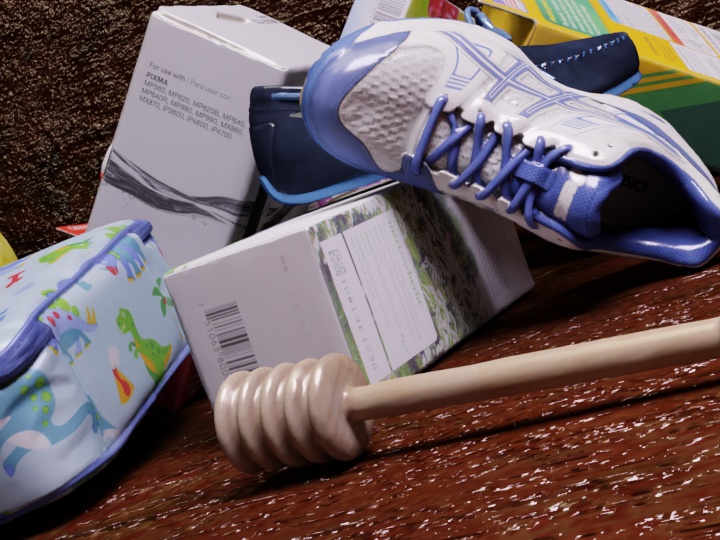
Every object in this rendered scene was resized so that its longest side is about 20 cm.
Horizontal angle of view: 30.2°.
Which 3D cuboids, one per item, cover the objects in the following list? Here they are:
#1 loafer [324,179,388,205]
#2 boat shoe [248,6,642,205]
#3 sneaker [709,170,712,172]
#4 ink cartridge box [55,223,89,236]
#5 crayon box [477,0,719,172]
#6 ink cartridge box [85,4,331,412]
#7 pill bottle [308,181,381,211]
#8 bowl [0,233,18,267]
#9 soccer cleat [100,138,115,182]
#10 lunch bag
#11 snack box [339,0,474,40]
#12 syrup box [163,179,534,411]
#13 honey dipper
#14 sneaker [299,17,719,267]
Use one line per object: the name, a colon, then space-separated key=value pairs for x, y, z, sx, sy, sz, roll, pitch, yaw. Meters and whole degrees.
loafer: x=0.000 y=0.000 z=0.769 sx=0.067 sy=0.076 sz=0.200 roll=-15 pitch=17 yaw=32
boat shoe: x=0.042 y=-0.090 z=0.648 sx=0.199 sy=0.069 sz=0.084 roll=-19 pitch=7 yaw=-14
sneaker: x=0.272 y=-0.101 z=0.911 sx=0.075 sy=0.071 sz=0.200 roll=0 pitch=3 yaw=-12
ink cartridge box: x=-0.125 y=-0.045 z=1.113 sx=0.199 sy=0.044 sz=0.173 roll=-10 pitch=21 yaw=-42
crayon box: x=0.143 y=-0.120 z=0.766 sx=0.198 sy=0.052 sz=0.126 roll=17 pitch=26 yaw=-11
ink cartridge box: x=-0.085 y=-0.041 z=0.762 sx=0.083 sy=0.201 sz=0.144 roll=22 pitch=16 yaw=10
pill bottle: x=0.024 y=-0.048 z=0.931 sx=0.199 sy=0.113 sz=0.112 roll=-22 pitch=6 yaw=-20
bowl: x=-0.306 y=0.057 z=0.979 sx=0.199 sy=0.202 sz=0.108 roll=-17 pitch=-37 yaw=31
soccer cleat: x=-0.120 y=-0.069 z=0.908 sx=0.068 sy=0.086 sz=0.200 roll=13 pitch=-1 yaw=12
lunch bag: x=-0.173 y=0.054 z=0.621 sx=0.160 sy=0.083 sz=0.200 roll=-23 pitch=15 yaw=19
snack box: x=0.021 y=-0.116 z=1.036 sx=0.053 sy=0.201 sz=0.142 roll=26 pitch=7 yaw=31
syrup box: x=0.004 y=0.005 z=0.631 sx=0.081 sy=0.079 sz=0.200 roll=-17 pitch=6 yaw=29
honey dipper: x=0.040 y=0.036 z=0.430 sx=0.199 sy=0.038 sz=0.038 roll=-13 pitch=8 yaw=31
sneaker: x=0.073 y=-0.054 z=0.580 sx=0.198 sy=0.076 sz=0.088 roll=11 pitch=23 yaw=-18
